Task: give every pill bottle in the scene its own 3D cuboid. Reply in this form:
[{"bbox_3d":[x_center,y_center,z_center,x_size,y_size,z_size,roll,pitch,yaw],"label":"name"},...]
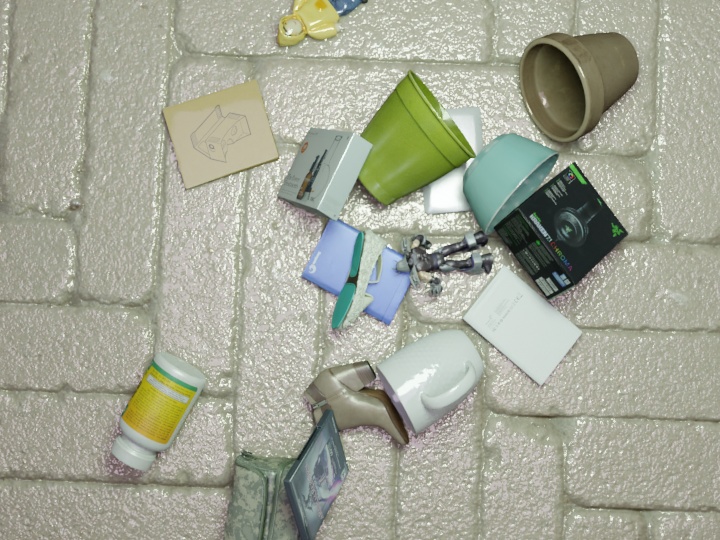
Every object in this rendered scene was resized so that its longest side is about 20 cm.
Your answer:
[{"bbox_3d":[-0.386,0.268,1.501,0.111,0.113,0.203,30,89,2],"label":"pill bottle"}]

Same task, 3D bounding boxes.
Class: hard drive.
[{"bbox_3d":[0.000,0.000,1.551,0.197,0.025,0.134,28,88,2],"label":"hard drive"},{"bbox_3d":[0.314,0.106,1.543,0.199,0.027,0.133,40,88,3],"label":"hard drive"}]

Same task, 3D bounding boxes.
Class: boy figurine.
[{"bbox_3d":[-0.086,-0.513,1.556,0.198,0.064,0.126,-32,90,-4],"label":"boy figurine"}]

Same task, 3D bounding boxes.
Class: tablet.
[{"bbox_3d":[0.182,-0.217,1.564,0.127,0.014,0.205,-4,87,1],"label":"tablet"}]

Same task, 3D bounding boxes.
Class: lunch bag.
[{"bbox_3d":[-0.169,0.451,1.484,0.164,0.139,0.205,8,89,12],"label":"lunch bag"}]

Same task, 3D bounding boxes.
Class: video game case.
[{"bbox_3d":[-0.076,0.371,1.435,0.019,0.200,0.146,-3,115,22],"label":"video game case"}]

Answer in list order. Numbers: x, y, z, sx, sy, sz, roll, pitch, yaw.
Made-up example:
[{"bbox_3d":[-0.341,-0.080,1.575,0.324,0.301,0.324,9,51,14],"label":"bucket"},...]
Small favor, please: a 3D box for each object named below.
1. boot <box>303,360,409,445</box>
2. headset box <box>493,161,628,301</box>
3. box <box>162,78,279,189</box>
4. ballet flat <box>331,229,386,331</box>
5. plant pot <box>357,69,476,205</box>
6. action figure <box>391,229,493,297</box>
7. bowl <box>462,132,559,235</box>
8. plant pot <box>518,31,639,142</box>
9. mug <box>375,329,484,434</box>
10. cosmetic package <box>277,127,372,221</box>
[{"bbox_3d":[-0.012,0.275,1.525,0.144,0.070,0.203,-30,86,6],"label":"boot"},{"bbox_3d":[0.380,-0.078,1.484,0.199,0.093,0.175,-35,87,-30],"label":"headset box"},{"bbox_3d":[-0.274,-0.269,1.567,0.196,0.021,0.167,-17,87,-1],"label":"box"},{"bbox_3d":[0.004,0.025,1.507,0.070,0.072,0.204,17,89,1],"label":"ballet flat"},{"bbox_3d":[0.082,-0.231,1.484,0.192,0.200,0.202,-38,88,16],"label":"plant pot"},{"bbox_3d":[0.154,-0.018,1.520,0.196,0.070,0.133,-10,72,-9],"label":"action figure"},{"bbox_3d":[0.265,-0.175,1.479,0.105,0.201,0.201,44,88,14],"label":"bowl"},{"bbox_3d":[0.424,-0.368,1.494,0.172,0.200,0.203,-27,87,-18],"label":"plant pot"},{"bbox_3d":[0.143,0.199,1.457,0.173,0.200,0.150,-31,103,-8],"label":"mug"},{"bbox_3d":[-0.071,-0.184,1.476,0.051,0.199,0.153,29,87,-30],"label":"cosmetic package"}]
